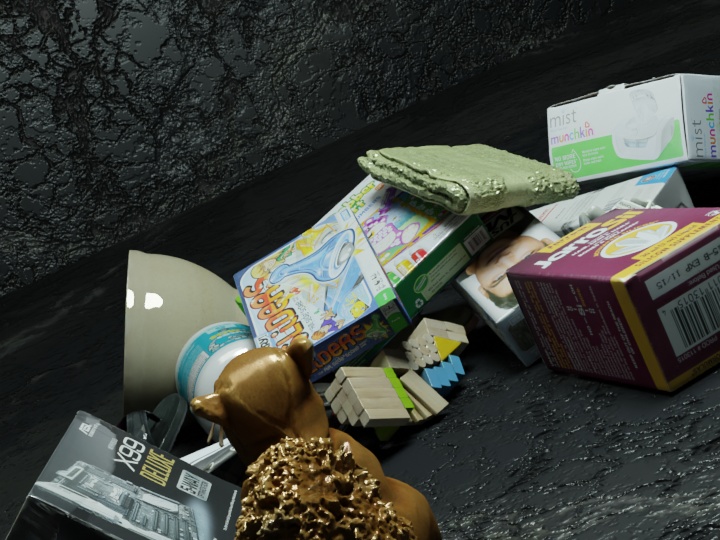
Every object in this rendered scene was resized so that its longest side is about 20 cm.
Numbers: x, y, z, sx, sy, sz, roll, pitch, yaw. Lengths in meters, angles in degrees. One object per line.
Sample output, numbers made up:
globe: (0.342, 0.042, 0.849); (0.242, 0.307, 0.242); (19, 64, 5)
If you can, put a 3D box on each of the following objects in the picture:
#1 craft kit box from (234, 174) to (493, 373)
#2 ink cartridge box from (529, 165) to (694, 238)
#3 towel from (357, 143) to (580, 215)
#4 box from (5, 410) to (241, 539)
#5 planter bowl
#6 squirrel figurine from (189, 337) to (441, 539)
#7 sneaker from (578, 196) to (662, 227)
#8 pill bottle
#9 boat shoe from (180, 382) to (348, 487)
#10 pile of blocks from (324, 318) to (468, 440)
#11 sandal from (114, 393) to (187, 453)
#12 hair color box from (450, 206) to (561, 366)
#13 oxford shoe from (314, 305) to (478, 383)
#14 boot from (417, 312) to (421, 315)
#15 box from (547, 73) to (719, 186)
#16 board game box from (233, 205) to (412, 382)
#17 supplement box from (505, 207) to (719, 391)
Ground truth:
craft kit box: (0.000, 0.000, 1.588); (0.200, 0.049, 0.197); (-44, 28, -14)
ink cartridge box: (0.232, -0.034, 1.666); (0.200, 0.067, 0.116); (-17, 14, 30)
towel: (0.104, -0.091, 1.580); (0.148, 0.037, 0.200); (-7, 16, -30)
box: (-0.176, 0.192, 1.263); (0.050, 0.158, 0.200); (-62, 5, 12)
planter bowl: (-0.186, 0.079, 1.755); (0.135, 0.200, 0.200); (1, 9, -7)
squirrel figurine: (-0.031, 0.142, 1.096); (0.141, 0.187, 0.200); (-25, 12, -7)
sneaker: (0.268, -0.024, 1.505); (0.074, 0.087, 0.200); (-29, 14, -33)
pill bottle: (-0.113, 0.115, 1.581); (0.111, 0.111, 0.200); (-26, 12, -11)
boat shoe: (-0.088, 0.167, 1.423); (0.200, 0.070, 0.066); (-24, 28, -17)
pile of blocks: (0.038, 0.109, 1.462); (0.200, 0.082, 0.062); (-28, -22, -53)
sandal: (-0.217, 0.176, 1.524); (0.075, 0.048, 0.200); (-36, 18, 37)
hair color box: (0.145, 0.003, 1.534); (0.099, 0.061, 0.200); (-36, 27, -1)
oxford shoe: (0.019, 0.066, 1.627); (0.200, 0.075, 0.070); (-20, 12, 18)
boot: (-0.017, 0.071, 1.720); (0.200, 0.090, 0.073); (-49, 15, 44)
box: (0.335, -0.150, 1.762); (0.176, 0.097, 0.200); (-3, -3, -38)
board game box: (-0.039, 0.026, 1.507); (0.135, 0.034, 0.200); (-32, 29, 2)
supplement box: (0.232, 0.018, 1.341); (0.131, 0.103, 0.200); (-29, 12, -19)
